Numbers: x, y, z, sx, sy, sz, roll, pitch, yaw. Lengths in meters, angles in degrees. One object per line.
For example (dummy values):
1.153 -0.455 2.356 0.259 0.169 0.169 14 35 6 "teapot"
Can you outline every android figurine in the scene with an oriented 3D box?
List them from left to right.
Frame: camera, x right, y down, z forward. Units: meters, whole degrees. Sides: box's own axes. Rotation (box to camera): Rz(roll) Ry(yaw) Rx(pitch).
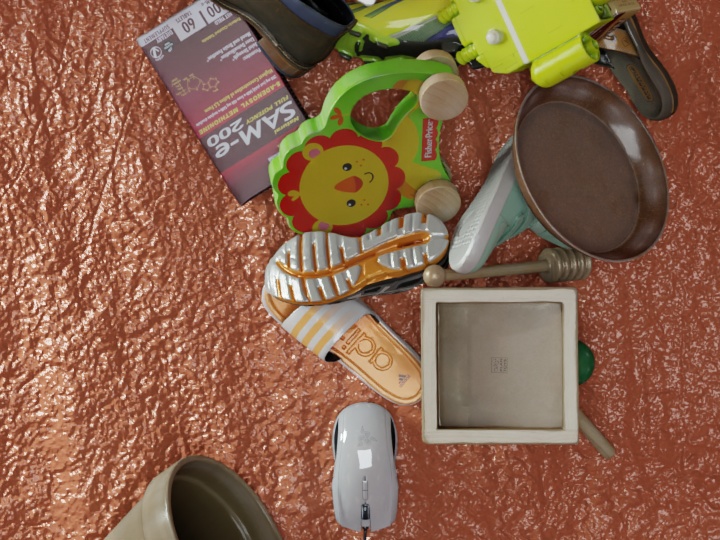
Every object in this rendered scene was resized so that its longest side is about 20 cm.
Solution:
0.161 -0.266 1.562 0.200 0.041 0.182 -24 87 35 "android figurine"

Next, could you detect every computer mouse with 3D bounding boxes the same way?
0.003 0.241 1.726 0.109 0.044 0.200 -2 97 2 "computer mouse"

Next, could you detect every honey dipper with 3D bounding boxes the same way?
0.147 0.000 1.648 0.200 0.038 0.038 -6 98 -32 "honey dipper"

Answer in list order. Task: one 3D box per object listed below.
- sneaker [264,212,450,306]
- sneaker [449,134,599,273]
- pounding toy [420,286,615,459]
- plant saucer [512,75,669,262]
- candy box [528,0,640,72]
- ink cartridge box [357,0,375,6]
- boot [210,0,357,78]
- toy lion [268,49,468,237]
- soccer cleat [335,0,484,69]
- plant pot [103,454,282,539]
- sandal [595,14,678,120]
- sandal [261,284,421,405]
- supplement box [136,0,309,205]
0.000 0.000 1.654 0.200 0.077 0.078 -10 68 14 "sneaker"
0.170 -0.048 1.631 0.118 0.074 0.201 39 52 -9 "sneaker"
0.165 0.109 1.677 0.200 0.142 0.184 0 90 5 "pounding toy"
0.224 -0.098 1.626 0.200 0.034 0.201 14 63 -29 "plant saucer"
0.172 -0.304 1.604 0.115 0.055 0.200 -38 79 37 "candy box"
-0.050 -0.354 1.634 0.200 0.068 0.116 29 92 0 "ink cartridge box"
-0.091 -0.287 1.599 0.200 0.075 0.097 45 136 -19 "boot"
0.004 -0.117 1.629 0.191 0.069 0.200 -4 128 -8 "toy lion"
0.045 -0.256 1.666 0.200 0.065 0.084 6 67 4 "soccer cleat"
-0.195 0.316 1.680 0.173 0.200 0.200 -32 96 22 "plant pot"
0.247 -0.229 1.647 0.055 0.082 0.200 -37 103 -18 "sandal"
-0.010 0.067 1.697 0.207 0.059 0.079 37 96 -4 "sandal"
-0.130 -0.179 1.668 0.109 0.061 0.200 -32 97 4 "supplement box"
